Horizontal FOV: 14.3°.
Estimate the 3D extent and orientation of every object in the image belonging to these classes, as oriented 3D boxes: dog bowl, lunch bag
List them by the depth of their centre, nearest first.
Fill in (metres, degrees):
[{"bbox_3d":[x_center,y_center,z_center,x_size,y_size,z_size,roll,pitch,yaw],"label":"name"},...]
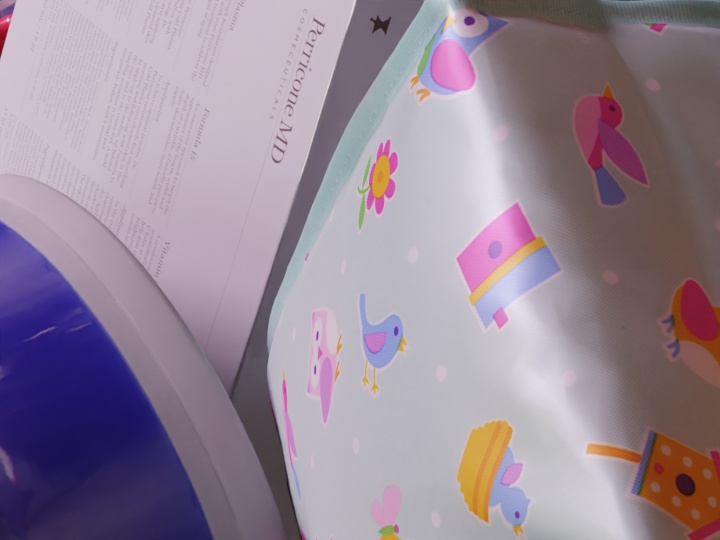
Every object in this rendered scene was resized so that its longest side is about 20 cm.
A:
[{"bbox_3d":[0.045,0.054,0.702,0.200,0.121,0.171,-56,42,48],"label":"lunch bag"},{"bbox_3d":[-0.100,0.079,0.812,0.200,0.079,0.201,40,143,39],"label":"dog bowl"}]

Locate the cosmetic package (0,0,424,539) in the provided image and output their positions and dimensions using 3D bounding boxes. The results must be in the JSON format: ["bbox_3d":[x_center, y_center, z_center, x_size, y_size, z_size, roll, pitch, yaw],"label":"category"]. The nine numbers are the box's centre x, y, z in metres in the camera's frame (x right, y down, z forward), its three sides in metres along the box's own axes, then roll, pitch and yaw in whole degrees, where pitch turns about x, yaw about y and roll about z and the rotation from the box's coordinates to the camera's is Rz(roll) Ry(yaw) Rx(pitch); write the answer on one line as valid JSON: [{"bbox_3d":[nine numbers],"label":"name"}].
[{"bbox_3d":[-0.055,-0.023,0.868,0.151,0.051,0.201,39,119,43],"label":"cosmetic package"}]

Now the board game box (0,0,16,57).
[{"bbox_3d":[-0.122,-0.043,0.996,0.039,0.158,0.201,-26,92,31],"label":"board game box"}]
